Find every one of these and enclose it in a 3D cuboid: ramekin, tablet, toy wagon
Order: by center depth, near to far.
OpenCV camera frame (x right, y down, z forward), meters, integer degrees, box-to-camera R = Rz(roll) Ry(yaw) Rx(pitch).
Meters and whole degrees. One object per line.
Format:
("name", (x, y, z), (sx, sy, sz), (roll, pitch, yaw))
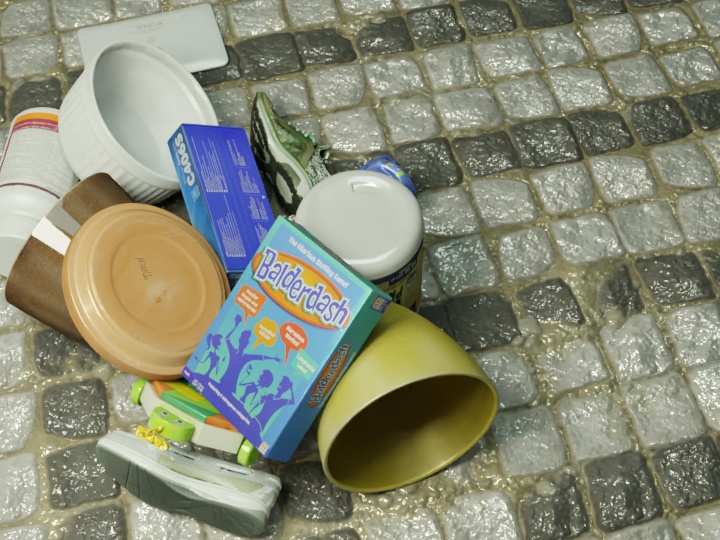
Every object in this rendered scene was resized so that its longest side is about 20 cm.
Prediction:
("toy wagon", (-0.169, 0.155, 1.301), (0.154, 0.200, 0.040), (26, 98, 18))
("ramekin", (-0.282, -0.175, 1.529), (0.199, 0.105, 0.202), (29, 46, -34))
("tablet", (-0.296, -0.318, 1.737), (0.197, 0.014, 0.131), (-14, 56, -9))

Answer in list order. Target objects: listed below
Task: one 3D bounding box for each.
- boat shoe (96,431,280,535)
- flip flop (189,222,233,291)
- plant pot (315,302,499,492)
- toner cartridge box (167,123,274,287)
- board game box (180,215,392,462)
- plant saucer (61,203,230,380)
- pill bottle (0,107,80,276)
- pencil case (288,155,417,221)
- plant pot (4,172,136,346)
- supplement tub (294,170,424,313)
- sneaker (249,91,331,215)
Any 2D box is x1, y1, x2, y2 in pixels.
("boat shoe", (-0.185, 0.217, 1.307), (0.199, 0.075, 0.065), (19, 50, 8))
("flip flop", (-0.212, -0.032, 1.502), (0.198, 0.058, 0.081), (26, 58, 18))
("plant pot", (0.030, 0.120, 1.309), (0.197, 0.201, 0.143), (-17, 52, -12))
("toner cartridge box", (-0.159, -0.078, 1.463), (0.094, 0.043, 0.202), (-1, 63, -39))
("board game box", (-0.079, 0.068, 1.253), (0.152, 0.045, 0.201), (37, 97, 35))
("plant saucer", (-0.224, 0.018, 1.318), (0.198, 0.032, 0.203), (21, 53, -30))
("pill bottle", (-0.403, -0.095, 1.515), (0.108, 0.110, 0.202), (3, 54, 2))
("pencil case", (-0.022, -0.068, 1.512), (0.199, 0.088, 0.078), (-35, 45, -24))
("plant pot", (-0.270, 0.022, 1.407), (0.199, 0.187, 0.187), (36, 60, 5))
("supplement tub", (0.000, 0.000, 1.390), (0.142, 0.201, 0.146), (-1, 54, 1))
("sneaker", (-0.085, -0.154, 1.593), (0.088, 0.077, 0.202), (-13, 59, -25))
